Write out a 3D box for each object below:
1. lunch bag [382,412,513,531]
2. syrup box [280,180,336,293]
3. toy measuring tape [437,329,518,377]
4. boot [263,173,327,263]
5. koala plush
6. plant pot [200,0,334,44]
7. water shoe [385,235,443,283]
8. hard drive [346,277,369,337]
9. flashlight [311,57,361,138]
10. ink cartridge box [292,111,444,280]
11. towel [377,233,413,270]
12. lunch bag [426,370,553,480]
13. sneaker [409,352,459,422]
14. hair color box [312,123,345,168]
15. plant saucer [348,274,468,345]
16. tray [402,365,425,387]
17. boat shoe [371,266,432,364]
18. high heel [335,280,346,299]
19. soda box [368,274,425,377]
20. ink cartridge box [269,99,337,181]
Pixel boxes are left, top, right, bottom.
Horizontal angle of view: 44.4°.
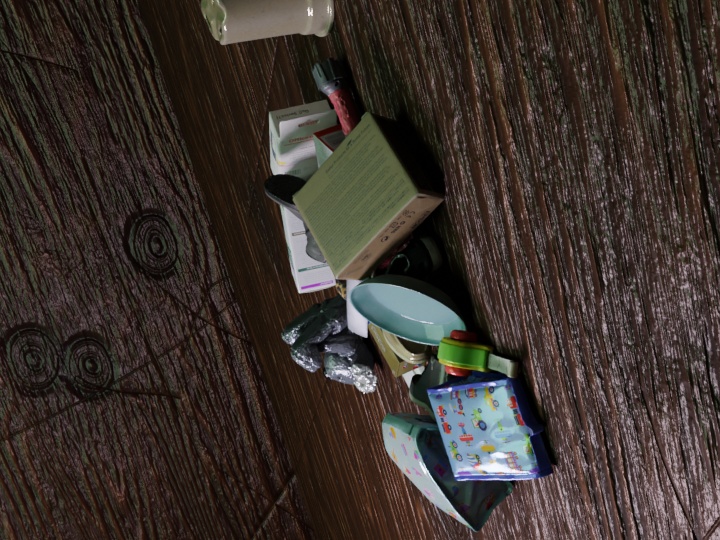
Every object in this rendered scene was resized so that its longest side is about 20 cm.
[{"bbox_3d":[0.133,0.316,1.481,0.200,0.122,0.170,47,168,-13],"label":"lunch bag"},{"bbox_3d":[-0.103,-0.065,1.703,0.079,0.080,0.202,-115,16,-58],"label":"syrup box"},{"bbox_3d":[0.162,0.128,1.305,0.200,0.073,0.074,-164,55,-74],"label":"toy measuring tape"},{"bbox_3d":[-0.094,-0.081,1.587,0.199,0.070,0.132,32,142,23],"label":"boot"},{"bbox_3d":[-0.039,0.173,1.929,0.201,0.183,0.177,52,179,-20],"label":"koala plush"},{"bbox_3d":[-0.166,-0.461,1.454,0.201,0.182,0.201,57,161,33],"label":"plant pot"},{"bbox_3d":[0.072,-0.001,1.434,0.072,0.078,0.200,64,163,16],"label":"water shoe"},{"bbox_3d":[0.000,0.000,1.497,0.136,0.042,0.202,-86,-2,-50],"label":"hard drive"},{"bbox_3d":[-0.024,-0.251,1.460,0.202,0.067,0.068,67,165,3],"label":"flashlight"},{"bbox_3d":[0.008,-0.109,1.338,0.200,0.075,0.166,-44,60,30],"label":"ink cartridge box"},{"bbox_3d":[0.047,-0.092,1.451,0.200,0.022,0.146,128,135,-72],"label":"towel"},{"bbox_3d":[0.202,0.233,1.317,0.200,0.093,0.152,-17,91,64],"label":"lunch bag"},{"bbox_3d":[0.134,0.182,1.511,0.200,0.074,0.108,-150,59,-74],"label":"sneaker"},{"bbox_3d":[-0.024,-0.148,1.596,0.111,0.063,0.202,47,152,49],"label":"hair color box"},{"bbox_3d":[0.080,0.058,1.397,0.198,0.036,0.201,18,155,9],"label":"plant saucer"},{"bbox_3d":[0.087,0.171,1.700,0.201,0.022,0.108,62,161,22],"label":"tray"},{"bbox_3d":[0.068,0.074,1.563,0.065,0.071,0.201,92,157,-54],"label":"boat shoe"},{"bbox_3d":[-0.031,-0.026,1.740,0.201,0.071,0.143,-116,8,-48],"label":"high heel"},{"bbox_3d":[0.051,0.092,1.637,0.201,0.067,0.064,60,161,27],"label":"soda box"},{"bbox_3d":[-0.107,-0.245,1.641,0.201,0.116,0.068,99,153,-58],"label":"ink cartridge box"}]
